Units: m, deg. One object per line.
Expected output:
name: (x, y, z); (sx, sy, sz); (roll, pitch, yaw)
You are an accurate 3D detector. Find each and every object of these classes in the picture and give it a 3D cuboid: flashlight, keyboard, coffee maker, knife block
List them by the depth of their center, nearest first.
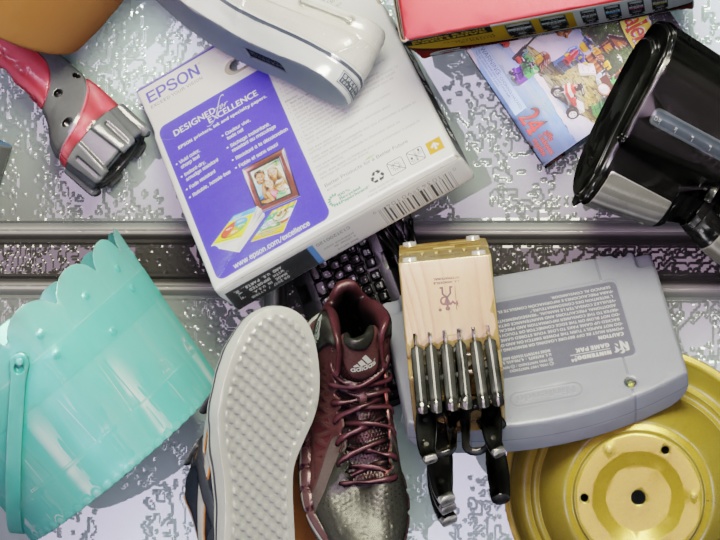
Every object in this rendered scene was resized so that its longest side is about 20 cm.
knife block: (0.064, 0.073, 1.619); (0.063, 0.200, 0.177); (-5, 96, 1)
coffee maker: (0.269, -0.090, 1.644); (0.199, 0.135, 0.193); (28, 77, -7)
keyboard: (0.000, 0.000, 1.735); (0.103, 0.040, 0.201); (-22, 88, 8)
flashlight: (-0.247, -0.142, 1.755); (0.200, 0.068, 0.068); (40, 97, 5)

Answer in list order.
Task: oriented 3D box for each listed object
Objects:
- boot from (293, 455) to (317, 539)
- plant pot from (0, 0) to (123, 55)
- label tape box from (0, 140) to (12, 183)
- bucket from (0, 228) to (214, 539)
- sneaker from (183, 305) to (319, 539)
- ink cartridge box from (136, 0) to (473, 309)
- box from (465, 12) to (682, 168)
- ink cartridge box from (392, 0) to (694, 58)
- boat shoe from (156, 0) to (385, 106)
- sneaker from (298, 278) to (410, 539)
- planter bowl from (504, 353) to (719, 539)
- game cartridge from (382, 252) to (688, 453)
boot: (-0.026, 0.206, 1.732); (0.154, 0.074, 0.201); (33, 92, -2)
plant pot: (-0.228, -0.247, 1.696); (0.199, 0.200, 0.141); (33, 109, 6)
label tape box: (-0.347, -0.088, 1.701); (0.142, 0.200, 0.067); (19, 95, 7)
bucket: (-0.206, 0.084, 1.686); (0.207, 0.207, 0.135); (-38, 93, 6)
sneaker: (-0.080, 0.122, 1.642); (0.078, 0.079, 0.202); (6, 92, -24)
ink cartridge box: (-0.043, -0.099, 1.721); (0.197, 0.043, 0.201); (-29, 56, 7)
box: (0.132, -0.195, 1.715); (0.136, 0.038, 0.201); (-35, 86, 7)
ink cartridge box: (0.121, -0.206, 1.609); (0.198, 0.176, 0.085); (-10, 89, 8)
boat shoe: (-0.064, -0.195, 1.713); (0.201, 0.075, 0.086); (28, 76, 33)
sneaker: (-0.006, 0.097, 1.640); (0.075, 0.116, 0.201); (-6, 62, -11)
planter bowl: (0.196, 0.156, 1.687); (0.198, 0.083, 0.202); (0, 90, 8)
game cartridge: (0.122, 0.061, 1.672); (0.198, 0.041, 0.134); (-10, 47, -1)
